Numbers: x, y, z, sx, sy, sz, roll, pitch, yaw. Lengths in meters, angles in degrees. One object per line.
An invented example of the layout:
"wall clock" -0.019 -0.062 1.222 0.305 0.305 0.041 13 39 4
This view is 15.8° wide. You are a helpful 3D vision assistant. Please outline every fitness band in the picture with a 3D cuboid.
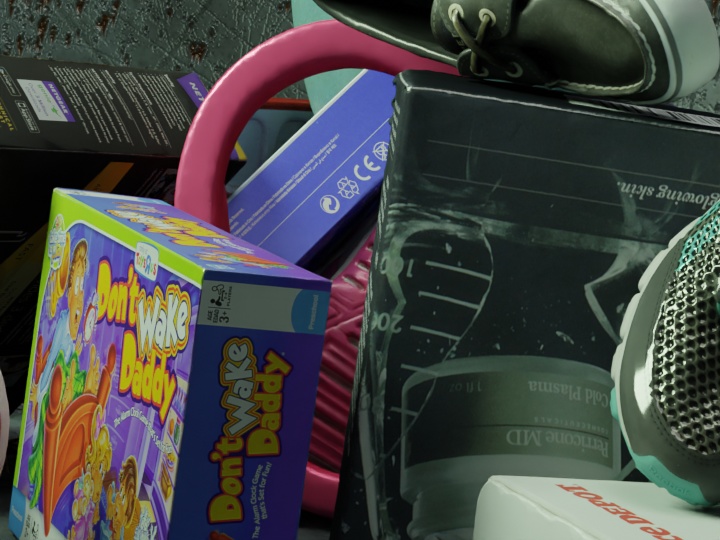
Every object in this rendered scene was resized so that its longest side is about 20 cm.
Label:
"fitness band" 0.000 0.000 1.029 0.143 0.201 0.037 -9 -5 9

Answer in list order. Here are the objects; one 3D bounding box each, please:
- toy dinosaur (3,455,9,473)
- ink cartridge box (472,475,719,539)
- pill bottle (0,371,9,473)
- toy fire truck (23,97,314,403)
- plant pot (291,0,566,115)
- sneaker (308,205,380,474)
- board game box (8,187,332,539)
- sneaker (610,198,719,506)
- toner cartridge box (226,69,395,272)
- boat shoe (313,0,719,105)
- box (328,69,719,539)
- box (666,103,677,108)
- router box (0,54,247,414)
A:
"toy dinosaur" -0.191 0.063 0.992 0.199 0.061 0.106 3 7 -39
"ink cartridge box" 0.147 0.121 0.796 0.199 0.083 0.147 5 7 -21
"pill bottle" -0.188 0.059 0.801 0.110 0.111 0.200 9 7 9
"toy fire truck" -0.078 -0.006 1.241 0.112 0.169 0.200 13 8 40
"plant pot" 0.046 -0.114 1.235 0.200 0.135 0.200 23 -9 4
"sneaker" 0.003 0.031 1.138 0.081 0.200 0.088 43 -20 4
"board game box" -0.072 0.051 0.907 0.045 0.135 0.200 6 6 -21
"sneaker" 0.145 -0.019 0.811 0.077 0.200 0.091 30 -20 7
"toner cartridge box" -0.051 -0.003 1.130 0.043 0.200 0.095 44 -31 2
"boat shoe" 0.050 -0.094 0.937 0.057 0.069 0.200 -32 32 -21
"box" 0.097 0.040 0.938 0.199 0.197 0.124 8 8 -1
"box" 0.173 0.022 1.179 0.200 0.105 0.148 31 -9 0
"router box" -0.166 -0.005 1.081 0.157 0.200 0.052 1 51 -52
